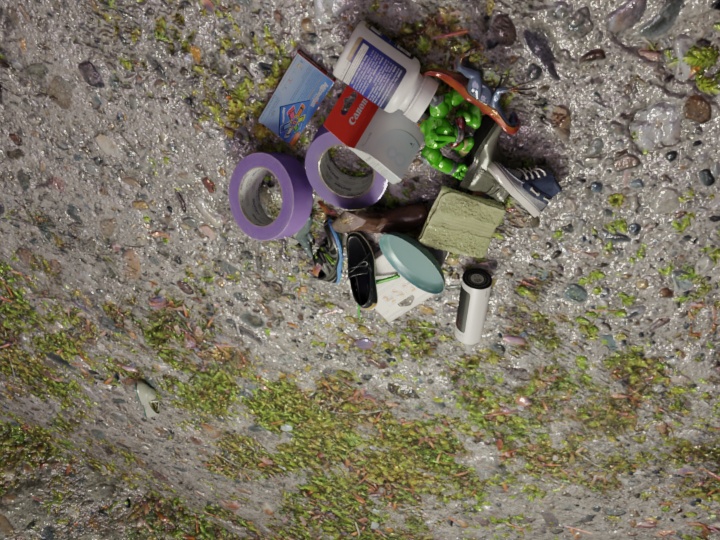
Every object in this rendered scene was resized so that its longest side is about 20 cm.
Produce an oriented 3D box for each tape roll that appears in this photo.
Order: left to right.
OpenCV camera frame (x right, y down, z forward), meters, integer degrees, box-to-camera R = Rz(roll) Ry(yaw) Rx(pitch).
[{"bbox_3d":[-0.215,-0.177,1.467,0.195,0.084,0.207,6,102,29],"label":"tape roll"},{"bbox_3d":[-0.023,-0.248,1.403,0.194,0.086,0.204,9,132,10],"label":"tape roll"}]

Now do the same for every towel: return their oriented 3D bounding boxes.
[{"bbox_3d":[0.235,-0.105,1.415,0.195,0.037,0.152,11,114,-28],"label":"towel"}]

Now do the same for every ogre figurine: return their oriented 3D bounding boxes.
[{"bbox_3d":[0.186,-0.292,1.278,0.117,0.100,0.203,-6,140,-26],"label":"ogre figurine"}]

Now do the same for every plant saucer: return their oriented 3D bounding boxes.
[{"bbox_3d":[0.128,-0.022,1.481,0.198,0.028,0.201,37,161,15],"label":"plant saucer"}]

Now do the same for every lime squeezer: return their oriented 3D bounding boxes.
[{"bbox_3d":[0.021,0.055,1.638,0.069,0.039,0.200,10,138,-33],"label":"lime squeezer"}]

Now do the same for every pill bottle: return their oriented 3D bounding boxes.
[{"bbox_3d":[0.054,-0.393,1.238,0.197,0.121,0.120,32,131,-7],"label":"pill bottle"}]

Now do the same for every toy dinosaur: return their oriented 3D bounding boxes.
[{"bbox_3d":[0.244,-0.347,1.223,0.195,0.105,0.186,-17,107,20],"label":"toy dinosaur"}]

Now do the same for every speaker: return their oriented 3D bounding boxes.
[{"bbox_3d":[0.294,0.097,1.612,0.079,0.082,0.204,8,132,9],"label":"speaker"}]

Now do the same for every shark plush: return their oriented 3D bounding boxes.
[{"bbox_3d":[-0.149,-0.090,1.571,0.083,0.090,0.203,35,143,24],"label":"shark plush"}]

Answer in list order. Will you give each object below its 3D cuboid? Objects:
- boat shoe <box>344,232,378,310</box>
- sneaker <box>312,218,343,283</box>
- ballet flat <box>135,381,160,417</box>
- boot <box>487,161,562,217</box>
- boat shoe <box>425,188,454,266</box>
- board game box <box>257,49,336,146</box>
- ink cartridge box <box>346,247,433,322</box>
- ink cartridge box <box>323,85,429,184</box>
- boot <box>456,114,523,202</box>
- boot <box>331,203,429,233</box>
[{"bbox_3d":[0.000,0.000,1.569,0.073,0.062,0.206,-13,84,23],"label":"boat shoe"},{"bbox_3d":[-0.085,-0.043,1.607,0.080,0.072,0.203,-1,134,-4],"label":"sneaker"},{"bbox_3d":[-0.779,0.473,2.271,0.067,0.070,0.203,10,135,7],"label":"ballet flat"},{"bbox_3d":[0.354,-0.199,1.322,0.091,0.073,0.198,-46,134,15],"label":"boot"},{"bbox_3d":[0.202,-0.101,1.481,0.069,0.070,0.206,18,113,22],"label":"boat shoe"},{"bbox_3d":[-0.145,-0.382,1.381,0.102,0.020,0.200,35,130,-11],"label":"board game box"},{"bbox_3d":[0.086,0.029,1.639,0.176,0.045,0.198,43,128,-18],"label":"ink cartridge box"},{"bbox_3d":[0.041,-0.309,1.293,0.198,0.163,0.047,37,162,-17],"label":"ink cartridge box"},{"bbox_3d":[0.301,-0.248,1.343,0.127,0.069,0.203,12,133,-11],"label":"boot"},{"bbox_3d":[0.048,-0.121,1.429,0.182,0.198,0.066,-15,83,27],"label":"boot"}]
